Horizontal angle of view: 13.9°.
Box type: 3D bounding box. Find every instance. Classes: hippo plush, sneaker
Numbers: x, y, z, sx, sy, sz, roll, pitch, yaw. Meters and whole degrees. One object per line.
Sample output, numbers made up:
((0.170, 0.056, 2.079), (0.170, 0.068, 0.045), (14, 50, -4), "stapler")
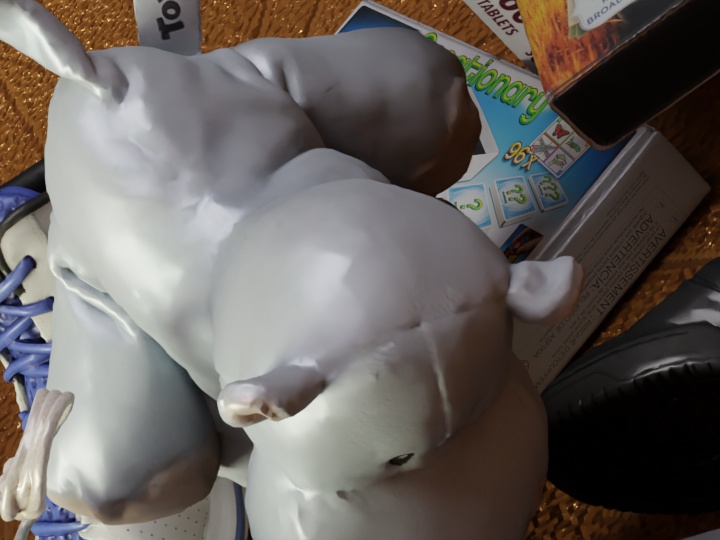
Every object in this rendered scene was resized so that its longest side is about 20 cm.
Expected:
((0.000, 0.000, 0.787), (0.159, 0.201, 0.161), (-26, 33, -27), "hippo plush")
((-0.089, 0.028, 0.928), (0.080, 0.115, 0.200), (-4, 68, 57), "sneaker")
((0.138, -0.008, 0.798), (0.199, 0.060, 0.104), (-22, 39, 25), "sneaker")

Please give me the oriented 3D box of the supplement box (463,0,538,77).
((0.119, -0.128, 0.907), (0.200, 0.109, 0.061), (-21, 41, 35), "supplement box")

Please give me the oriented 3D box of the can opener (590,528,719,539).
((0.088, 0.083, 0.752), (0.200, 0.053, 0.067), (-18, 40, 38), "can opener")

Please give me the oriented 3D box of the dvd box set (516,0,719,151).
((0.096, -0.145, 0.828), (0.146, 0.029, 0.200), (-35, 41, 22), "dvd box set")

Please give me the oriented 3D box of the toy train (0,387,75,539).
((-0.094, 0.135, 0.727), (0.150, 0.055, 0.200), (121, 170, -49), "toy train")

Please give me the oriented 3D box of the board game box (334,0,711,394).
((0.015, -0.014, 0.970), (0.126, 0.035, 0.200), (-50, 31, -5), "board game box")
